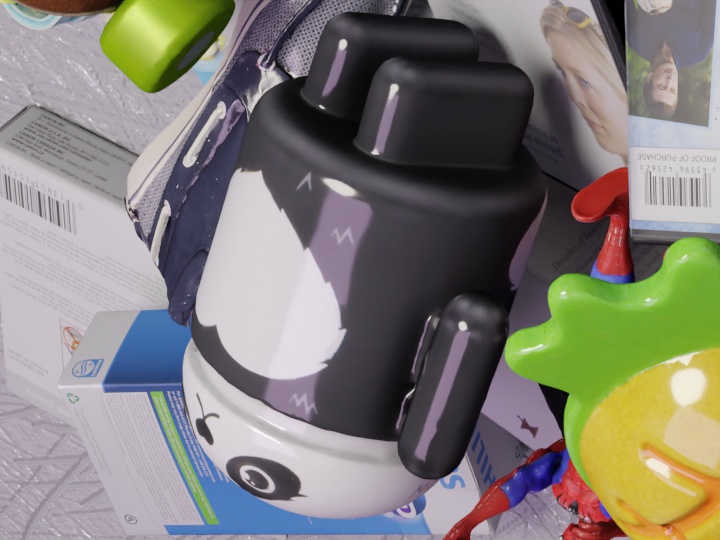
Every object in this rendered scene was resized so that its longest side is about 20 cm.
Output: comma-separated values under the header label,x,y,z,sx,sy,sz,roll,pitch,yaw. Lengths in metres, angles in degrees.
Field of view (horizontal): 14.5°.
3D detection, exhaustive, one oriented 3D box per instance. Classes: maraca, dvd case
label,x,y,z,sx,sy,sz,roll,pitch,yaw
maraca,0.133,0.047,0.996,0.136,0.107,0.200,-20,141,21
dvd case,0.064,-0.105,1.104,0.143,0.018,0.201,33,156,50
dvd case,0.154,-0.106,0.976,0.142,0.018,0.201,4,99,37

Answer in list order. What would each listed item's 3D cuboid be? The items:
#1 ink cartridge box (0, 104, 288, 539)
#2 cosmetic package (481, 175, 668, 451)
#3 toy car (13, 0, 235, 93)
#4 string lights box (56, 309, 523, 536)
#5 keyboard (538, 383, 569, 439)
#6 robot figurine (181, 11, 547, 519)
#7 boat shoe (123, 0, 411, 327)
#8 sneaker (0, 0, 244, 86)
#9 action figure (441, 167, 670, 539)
label,x,y,z,sx,sy,sz,roll,pitch,yaw
ink cartridge box,-0.103,0.028,1.460,0.199,0.044,0.174,26,138,26
cosmetic package,0.084,0.015,1.238,0.200,0.071,0.102,35,141,18
toy car,-0.096,-0.185,1.091,0.164,0.158,0.200,44,173,4
string lights box,-0.033,0.073,1.359,0.199,0.059,0.103,-2,129,24
keyboard,0.155,0.047,1.123,0.199,0.040,0.105,-4,118,47
robot figurine,-0.001,0.001,1.121,0.124,0.150,0.201,18,113,1
boat shoe,-0.028,-0.058,1.227,0.200,0.074,0.093,-53,40,34
sneaker,-0.102,-0.120,1.258,0.079,0.131,0.201,-8,117,47
action figure,0.083,0.065,1.107,0.065,0.099,0.201,32,143,25
